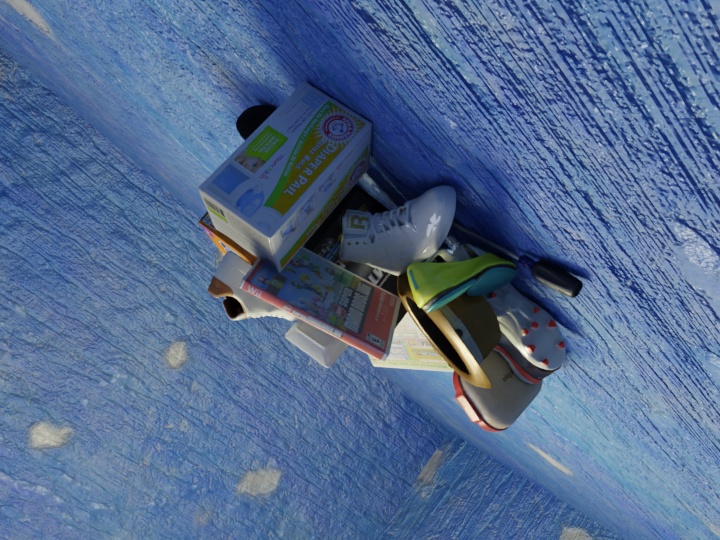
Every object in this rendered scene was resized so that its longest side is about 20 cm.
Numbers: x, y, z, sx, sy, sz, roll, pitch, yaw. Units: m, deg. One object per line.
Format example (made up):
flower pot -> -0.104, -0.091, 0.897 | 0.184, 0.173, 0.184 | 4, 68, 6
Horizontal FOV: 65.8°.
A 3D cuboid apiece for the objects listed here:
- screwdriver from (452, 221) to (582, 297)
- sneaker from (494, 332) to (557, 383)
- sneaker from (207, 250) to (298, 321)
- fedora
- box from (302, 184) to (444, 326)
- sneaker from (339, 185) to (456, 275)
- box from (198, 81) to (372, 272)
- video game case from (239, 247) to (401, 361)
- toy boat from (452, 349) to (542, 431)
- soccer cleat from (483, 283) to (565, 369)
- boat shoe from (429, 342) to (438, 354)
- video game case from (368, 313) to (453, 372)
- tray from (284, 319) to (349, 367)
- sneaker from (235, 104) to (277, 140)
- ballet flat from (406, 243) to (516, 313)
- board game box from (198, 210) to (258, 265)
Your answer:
screwdriver -> 0.186, -0.022, 0.702 | 0.200, 0.028, 0.029 | 33, -163, 32
sneaker -> 0.250, 0.098, 0.909 | 0.200, 0.077, 0.082 | 40, 140, -8
sneaker -> -0.168, 0.048, 0.878 | 0.073, 0.085, 0.200 | 26, 168, 38
fedora -> 0.136, 0.070, 0.787 | 0.201, 0.082, 0.201 | 51, 172, 10
box -> 0.000, 0.000, 0.849 | 0.198, 0.200, 0.050 | 36, -175, -21
sneaker -> 0.035, -0.054, 0.726 | 0.115, 0.074, 0.200 | 13, 151, -16
box -> -0.086, -0.118, 0.699 | 0.112, 0.200, 0.101 | 34, 160, 12
video game case -> -0.044, 0.031, 0.733 | 0.199, 0.017, 0.143 | 27, -152, -3
toy boat -> 0.223, 0.199, 0.976 | 0.131, 0.200, 0.131 | 56, 137, 7
soccer cleat -> 0.224, 0.064, 0.823 | 0.200, 0.069, 0.078 | 46, 172, -5
boat shoe -> 0.160, 0.118, 0.966 | 0.068, 0.072, 0.200 | 49, 177, 48
video game case -> 0.089, 0.131, 1.082 | 0.199, 0.022, 0.182 | -1, 134, 26
tray -> -0.029, 0.059, 0.936 | 0.107, 0.200, 0.022 | 29, 156, 32
sneaker -> -0.106, -0.179, 0.848 | 0.200, 0.074, 0.089 | 34, 166, 21
ballet flat -> 0.129, 0.000, 0.701 | 0.067, 0.200, 0.067 | 57, 131, 19
board game box -> -0.124, -0.073, 0.985 | 0.200, 0.200, 0.200 | 35, 168, 7
